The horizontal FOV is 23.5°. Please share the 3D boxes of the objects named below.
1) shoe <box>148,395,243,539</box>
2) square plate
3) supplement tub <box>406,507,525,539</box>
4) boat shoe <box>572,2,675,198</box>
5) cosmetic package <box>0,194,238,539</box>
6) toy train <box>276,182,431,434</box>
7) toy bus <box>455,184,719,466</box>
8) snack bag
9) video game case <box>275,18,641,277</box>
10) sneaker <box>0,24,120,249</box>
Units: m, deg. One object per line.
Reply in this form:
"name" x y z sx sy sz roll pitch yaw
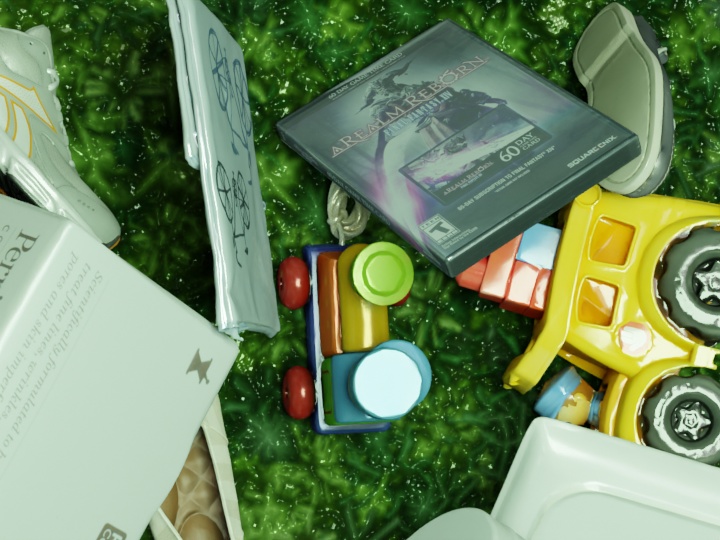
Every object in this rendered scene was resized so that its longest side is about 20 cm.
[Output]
"shoe" -0.111 0.109 1.065 0.070 0.053 0.200 -17 89 -16
"square plate" 0.167 0.195 1.066 0.198 0.028 0.200 16 124 -6
"supplement tub" 0.103 0.245 1.011 0.200 0.132 0.132 40 76 -18
"boat shoe" 0.182 -0.104 1.108 0.063 0.200 0.073 31 119 -19
"cosmetic package" -0.211 0.055 0.943 0.165 0.200 0.165 42 70 -50
"toy train" 0.000 0.000 1.073 0.085 0.116 0.200 -1 85 -15
"toy bus" 0.151 0.040 1.110 0.192 0.136 0.200 13 83 1
"snack bag" -0.080 -0.055 1.026 0.021 0.189 0.200 -9 86 4
"video game case" 0.055 -0.082 1.071 0.143 0.200 0.019 -33 133 -15
"sneaker" -0.205 -0.100 1.056 0.092 0.076 0.200 -44 97 -19
